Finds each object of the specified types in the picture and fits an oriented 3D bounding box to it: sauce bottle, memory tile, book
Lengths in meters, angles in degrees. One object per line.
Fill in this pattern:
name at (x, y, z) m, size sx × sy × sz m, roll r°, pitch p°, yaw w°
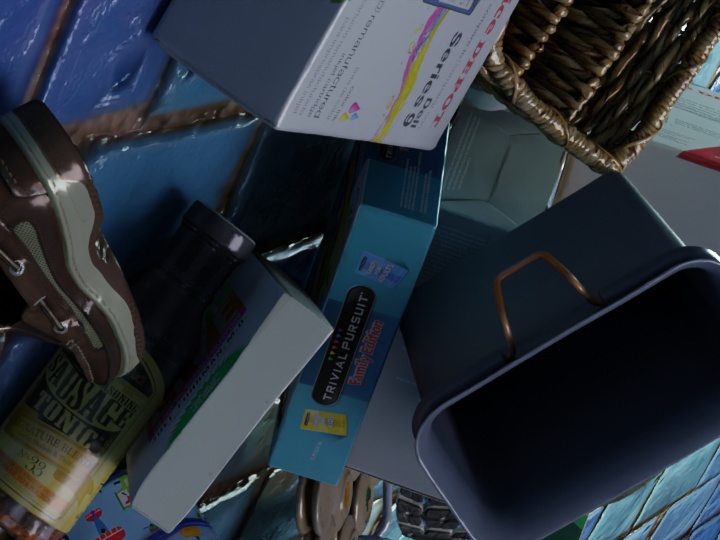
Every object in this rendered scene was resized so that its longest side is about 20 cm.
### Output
sauce bottle at (-0.132, 0.053, 1.234) m, size 0.201 × 0.066 × 0.066 m, roll -56°, pitch 160°, yaw -3°
memory tile at (-0.009, 0.132, 1.530) m, size 0.201 × 0.017 × 0.154 m, roll -70°, pitch 162°, yaw -49°
book at (-0.076, 0.062, 1.257) m, size 0.134 × 0.048 × 0.200 m, roll -52°, pitch -170°, yaw 0°

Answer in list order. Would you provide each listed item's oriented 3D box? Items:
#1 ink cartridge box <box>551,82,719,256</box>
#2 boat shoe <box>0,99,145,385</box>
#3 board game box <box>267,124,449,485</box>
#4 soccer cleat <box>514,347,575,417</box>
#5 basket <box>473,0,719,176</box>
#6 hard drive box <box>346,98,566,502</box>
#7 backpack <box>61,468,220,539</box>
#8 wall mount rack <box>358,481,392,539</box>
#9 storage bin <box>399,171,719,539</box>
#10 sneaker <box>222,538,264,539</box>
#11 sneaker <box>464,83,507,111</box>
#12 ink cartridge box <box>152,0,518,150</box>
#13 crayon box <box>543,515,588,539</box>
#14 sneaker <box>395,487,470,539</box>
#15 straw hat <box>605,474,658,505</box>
ink cartridge box at (0.211, -0.067, 1.569) m, size 0.200 × 0.143 × 0.084 m, roll -61°, pitch 169°, yaw -70°
boat shoe at (-0.158, -0.001, 1.096) m, size 0.075 × 0.075 × 0.203 m, roll -33°, pitch 148°, yaw -14°
board game box at (0.000, 0.000, 1.357) m, size 0.152 × 0.047 × 0.201 m, roll -80°, pitch -172°, yaw -53°
soccer cleat at (0.130, 0.064, 1.418) m, size 0.086 × 0.070 × 0.201 m, roll -25°, pitch -145°, yaw 50°
basket at (0.134, -0.181, 1.318) m, size 0.201 × 0.149 × 0.143 m, roll -53°, pitch 160°, yaw 0°
hard drive box at (0.061, 0.017, 1.475) m, size 0.156 × 0.076 × 0.201 m, roll -65°, pitch 173°, yaw -59°
backpack at (-0.144, 0.222, 1.375) m, size 0.201 × 0.134 × 0.183 m, roll -57°, pitch 160°, yaw 0°
wall mount rack at (-0.026, 0.173, 1.647) m, size 0.174 × 0.074 × 0.200 m, roll -53°, pitch 161°, yaw 6°
storage bin at (0.111, 0.035, 1.312) m, size 0.199 × 0.135 × 0.146 m, roll -31°, pitch 127°, yaw 4°
sneaker at (-0.087, 0.211, 1.507) m, size 0.073 × 0.082 × 0.200 m, roll -25°, pitch -175°, yaw -28°
sneaker at (0.129, -0.139, 1.480) m, size 0.200 × 0.073 × 0.116 m, roll -43°, pitch 154°, yaw -30°
ink cartridge box at (0.004, -0.147, 1.177) m, size 0.146 × 0.087 × 0.200 m, roll -59°, pitch 161°, yaw 12°
crayon box at (0.141, 0.089, 1.714) m, size 0.173 × 0.058 × 0.202 m, roll 94°, pitch -2°, yaw -63°
sneaker at (0.076, 0.110, 1.720) m, size 0.090 × 0.078 × 0.202 m, roll -94°, pitch -162°, yaw -69°
straw hat at (0.144, 0.052, 1.548) m, size 0.085 × 0.201 × 0.202 m, roll 29°, pitch 98°, yaw -43°
